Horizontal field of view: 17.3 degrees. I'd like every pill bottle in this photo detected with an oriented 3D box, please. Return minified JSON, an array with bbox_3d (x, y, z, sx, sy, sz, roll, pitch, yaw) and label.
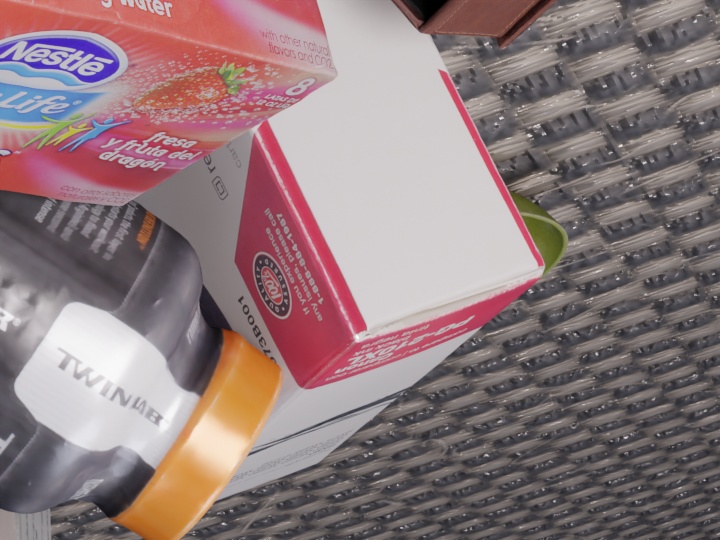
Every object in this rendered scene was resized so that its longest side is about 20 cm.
[{"bbox_3d":[-0.123,0.005,0.741,0.200,0.106,0.106,34,145,-10],"label":"pill bottle"}]

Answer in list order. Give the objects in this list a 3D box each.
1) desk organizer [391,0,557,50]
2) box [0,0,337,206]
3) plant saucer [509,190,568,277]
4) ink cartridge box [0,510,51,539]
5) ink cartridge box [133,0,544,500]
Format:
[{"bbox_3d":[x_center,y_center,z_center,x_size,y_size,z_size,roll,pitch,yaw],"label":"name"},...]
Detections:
[{"bbox_3d":[0.053,-0.141,0.673,0.077,0.072,0.200,-3,158,-31],"label":"desk organizer"},{"bbox_3d":[-0.112,-0.090,0.634,0.095,0.103,0.200,-28,158,33],"label":"box"},{"bbox_3d":[0.000,0.000,1.134,0.200,0.031,0.200,-15,164,-4],"label":"plant saucer"},{"bbox_3d":[-0.218,0.107,1.001,0.173,0.200,0.044,-18,132,5],"label":"ink cartridge box"},{"bbox_3d":[-0.040,-0.013,0.844,0.084,0.145,0.200,-19,167,-31],"label":"ink cartridge box"}]
